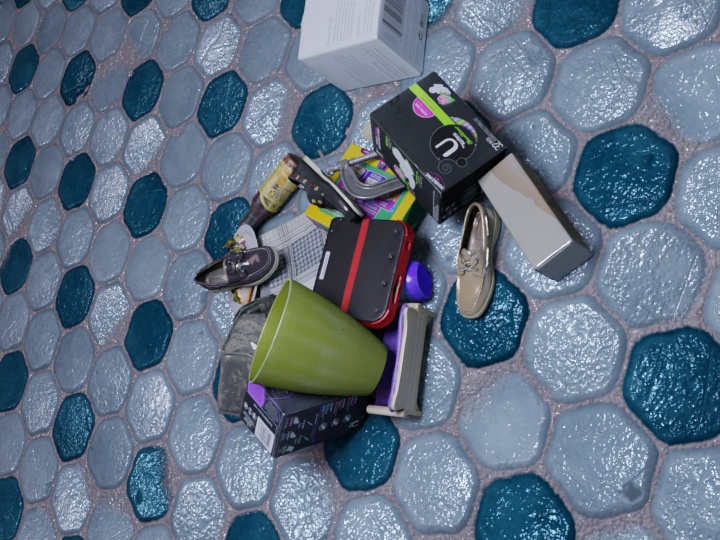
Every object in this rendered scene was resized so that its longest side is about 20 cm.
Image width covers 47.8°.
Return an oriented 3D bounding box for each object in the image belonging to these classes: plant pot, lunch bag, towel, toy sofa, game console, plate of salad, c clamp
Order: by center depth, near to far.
[{"bbox_3d":[-0.062,0.135,1.383,0.187,0.200,0.187,-159,90,-78],"label":"plant pot"},{"bbox_3d":[0.064,0.157,1.439,0.083,0.098,0.200,0,77,37],"label":"toy sofa"},{"bbox_3d":[0.000,0.000,1.461,0.177,0.031,0.200,5,73,35],"label":"game console"},{"bbox_3d":[0.031,-0.202,1.515,0.200,0.027,0.171,-16,48,-3],"label":"c clamp"},{"bbox_3d":[-0.200,0.160,1.565,0.200,0.117,0.164,-74,-4,-54],"label":"lunch bag"},{"bbox_3d":[-0.133,-0.023,1.643,0.200,0.035,0.193,-26,62,30],"label":"towel"},{"bbox_3d":[-0.261,0.001,1.733,0.200,0.048,0.200,-11,77,62],"label":"plate of salad"}]

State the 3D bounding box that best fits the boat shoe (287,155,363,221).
[{"bbox_3d":[-0.065,-0.142,1.521,0.063,0.074,0.201,-47,50,1],"label":"boat shoe"}]

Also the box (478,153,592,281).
[{"bbox_3d":[0.287,-0.087,1.343,0.078,0.095,0.200,-40,57,21],"label":"box"}]

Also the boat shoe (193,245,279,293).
[{"bbox_3d":[-0.253,-0.001,1.640,0.200,0.065,0.072,-17,76,32],"label":"boat shoe"}]

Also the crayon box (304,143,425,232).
[{"bbox_3d":[0.019,-0.130,1.552,0.200,0.058,0.173,29,83,33],"label":"crayon box"}]

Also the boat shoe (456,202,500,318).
[{"bbox_3d":[0.195,-0.018,1.410,0.072,0.065,0.200,5,80,39],"label":"boat shoe"}]

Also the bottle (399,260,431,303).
[{"bbox_3d":[0.028,0.031,1.497,0.200,0.084,0.065,-9,60,25],"label":"bottle"}]

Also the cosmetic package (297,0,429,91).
[{"bbox_3d":[0.007,-0.481,1.632,0.200,0.165,0.165,-2,75,37],"label":"cosmetic package"}]

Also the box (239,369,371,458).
[{"bbox_3d":[-0.097,0.236,1.460,0.122,0.200,0.106,42,129,38],"label":"box"}]

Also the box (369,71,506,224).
[{"bbox_3d":[0.133,-0.214,1.420,0.148,0.124,0.200,-36,70,-11],"label":"box"}]

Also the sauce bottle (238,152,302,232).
[{"bbox_3d":[-0.190,-0.161,1.756,0.200,0.066,0.066,-51,52,20],"label":"sauce bottle"}]

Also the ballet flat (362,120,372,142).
[{"bbox_3d":[0.073,-0.281,1.586,0.200,0.062,0.068,13,76,39],"label":"ballet flat"}]
